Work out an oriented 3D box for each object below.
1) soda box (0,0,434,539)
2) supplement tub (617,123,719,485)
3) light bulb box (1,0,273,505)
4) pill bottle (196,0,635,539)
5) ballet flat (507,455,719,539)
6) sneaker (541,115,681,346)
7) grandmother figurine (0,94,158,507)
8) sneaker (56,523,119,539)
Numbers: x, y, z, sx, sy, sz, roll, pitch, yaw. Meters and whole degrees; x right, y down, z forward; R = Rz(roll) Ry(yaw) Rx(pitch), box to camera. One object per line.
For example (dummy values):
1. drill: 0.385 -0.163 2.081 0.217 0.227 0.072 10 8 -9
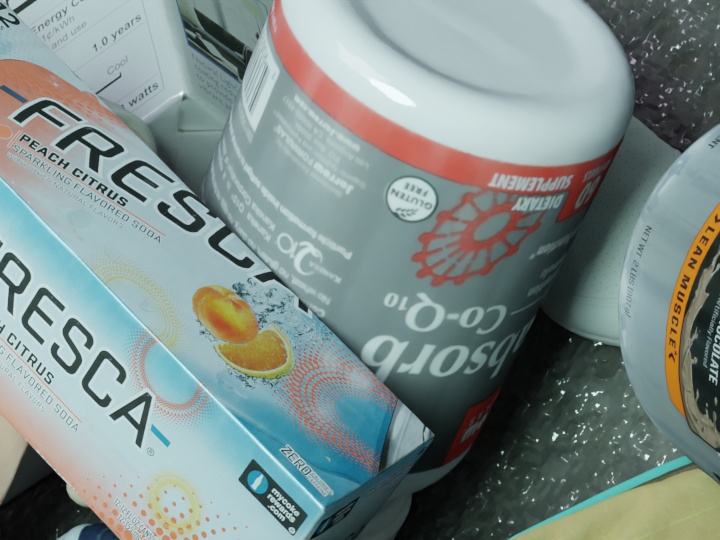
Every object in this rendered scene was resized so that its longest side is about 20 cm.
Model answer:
1. soda box: -0.077 0.011 0.884 0.200 0.064 0.068 45 126 12
2. supplement tub: 0.160 0.031 0.802 0.123 0.122 0.200 -51 26 1
3. light bulb box: -0.121 -0.057 1.111 0.198 0.125 0.201 -33 48 19
4. pill bottle: 0.000 0.000 0.941 0.116 0.115 0.201 60 137 43
5. ballet flat: 0.040 0.110 0.868 0.199 0.069 0.063 -19 64 -20
6. sneaker: 0.052 -0.044 1.001 0.070 0.080 0.200 -47 47 3
7. grandmother figurine: -0.123 0.033 0.980 0.121 0.061 0.201 35 106 17
8. sneaker: -0.027 0.139 0.955 0.108 0.070 0.200 -42 53 16
